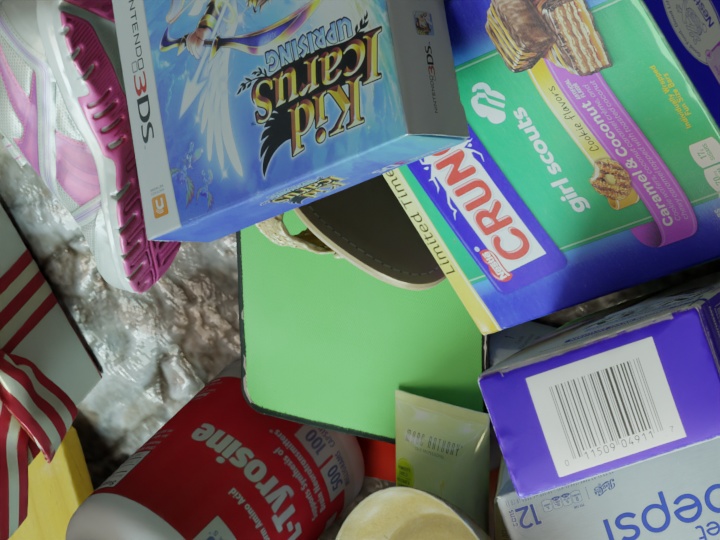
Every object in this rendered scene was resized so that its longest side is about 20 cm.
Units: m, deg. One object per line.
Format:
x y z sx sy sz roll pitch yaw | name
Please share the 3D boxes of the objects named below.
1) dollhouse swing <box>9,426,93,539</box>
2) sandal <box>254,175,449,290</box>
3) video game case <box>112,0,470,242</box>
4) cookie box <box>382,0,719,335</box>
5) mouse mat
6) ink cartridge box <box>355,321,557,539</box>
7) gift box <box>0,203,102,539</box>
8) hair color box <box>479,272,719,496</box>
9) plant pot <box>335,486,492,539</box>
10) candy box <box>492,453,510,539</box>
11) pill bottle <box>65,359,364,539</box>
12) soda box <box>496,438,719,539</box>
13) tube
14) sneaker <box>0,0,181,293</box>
-0.168 0.203 1.834 0.181 0.177 0.200 10 153 -35 | dollhouse swing
-0.032 -0.047 1.468 0.212 0.078 0.070 41 145 18 | sandal
-0.043 -0.125 1.356 0.200 0.045 0.182 -20 76 45 | video game case
0.102 -0.077 1.341 0.200 0.075 0.172 -20 108 45 | cookie box
0.000 0.000 1.502 0.160 0.008 0.201 12 116 28 | mouse mat
0.058 0.092 1.557 0.199 0.050 0.163 12 133 23 | ink cartridge box
-0.285 0.070 1.677 0.186 0.200 0.185 -7 128 38 | gift box
0.136 0.049 1.321 0.109 0.200 0.065 -19 89 16 | hair color box
0.042 0.211 1.440 0.200 0.027 0.201 14 107 55 | plant pot
0.172 0.158 1.485 0.199 0.055 0.116 5 130 9 | candy box
-0.097 0.150 1.596 0.112 0.200 0.113 28 142 25 | pill bottle
0.174 0.112 1.395 0.199 0.063 0.069 -19 92 9 | soda box
0.043 0.168 1.503 0.058 0.052 0.201 2 102 8 | tube
-0.154 -0.080 1.536 0.088 0.081 0.201 5 121 34 | sneaker
